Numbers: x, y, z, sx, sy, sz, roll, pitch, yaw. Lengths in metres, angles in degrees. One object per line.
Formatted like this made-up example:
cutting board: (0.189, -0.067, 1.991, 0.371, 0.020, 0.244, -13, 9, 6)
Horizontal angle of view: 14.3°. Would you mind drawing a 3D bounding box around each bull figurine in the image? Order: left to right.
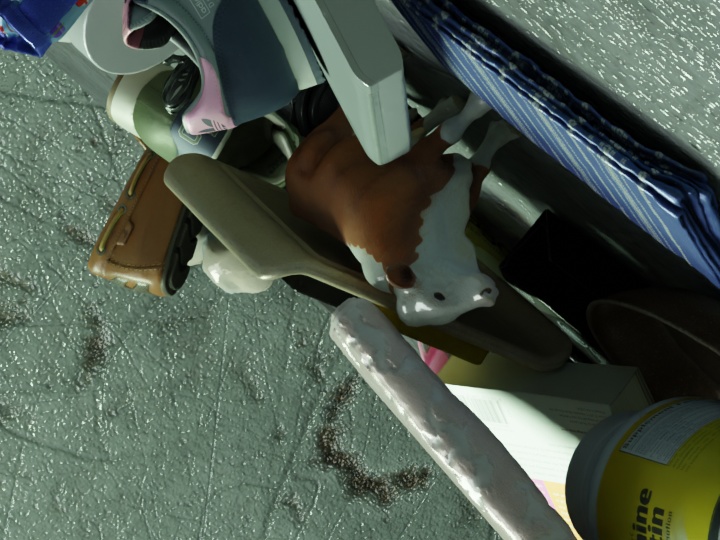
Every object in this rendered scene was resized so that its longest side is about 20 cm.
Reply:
bull figurine: (0.025, -0.045, 1.510, 0.065, 0.122, 0.200, 42, 175, -34)

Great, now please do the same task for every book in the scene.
book: (0.132, 0.138, 1.643, 0.133, 0.048, 0.201, 5, 132, 42)

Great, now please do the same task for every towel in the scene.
towel: (0.064, 0.106, 1.517, 0.200, 0.032, 0.191, 48, 178, 11)
towel: (0.100, -0.068, 1.354, 0.200, 0.024, 0.145, 40, 178, 24)

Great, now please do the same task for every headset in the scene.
headset: (-0.043, -0.108, 1.642, 0.123, 0.094, 0.200, 38, -174, 26)

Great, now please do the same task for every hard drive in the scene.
hard drive: (-0.015, -0.129, 1.378, 0.133, 0.026, 0.200, 63, 178, 8)

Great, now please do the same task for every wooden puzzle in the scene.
wooden puzzle: (0.000, 0.000, 1.620, 0.199, 0.037, 0.185, 17, -168, -28)

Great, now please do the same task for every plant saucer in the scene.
plant saucer: (0.209, 0.069, 1.528, 0.200, 0.037, 0.201, 37, 168, 9)

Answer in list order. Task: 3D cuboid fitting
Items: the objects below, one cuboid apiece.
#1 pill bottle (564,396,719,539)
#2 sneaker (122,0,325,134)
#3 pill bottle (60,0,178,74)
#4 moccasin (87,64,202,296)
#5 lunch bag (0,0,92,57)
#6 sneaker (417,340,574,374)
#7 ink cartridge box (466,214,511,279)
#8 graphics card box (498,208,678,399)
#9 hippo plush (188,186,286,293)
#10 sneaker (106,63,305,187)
pill bottle: (0.184, 0.124, 1.449, 0.112, 0.112, 0.200, 42, 168, -21)
sneaker: (-0.099, -0.160, 1.457, 0.201, 0.082, 0.070, 58, 178, 21)
pill bottle: (-0.169, -0.198, 1.576, 0.200, 0.112, 0.112, 46, 179, 34)
moccasin: (-0.123, -0.085, 1.865, 0.077, 0.203, 0.074, 18, 175, 12)
lunch bag: (-0.124, -0.173, 1.324, 0.094, 0.151, 0.200, 42, 175, -24)
sneaker: (0.117, 0.083, 1.730, 0.200, 0.079, 0.095, 41, -173, 8)
ink cartridge box: (0.107, 0.032, 1.911, 0.197, 0.047, 0.200, 41, -158, -14)
graphics card box: (0.156, 0.042, 1.729, 0.125, 0.051, 0.200, 40, 174, 17)
hippo plush: (-0.059, -0.046, 1.958, 0.200, 0.160, 0.161, 37, 174, 32)
sneaker: (-0.072, -0.073, 1.767, 0.090, 0.067, 0.200, 32, -176, 29)
